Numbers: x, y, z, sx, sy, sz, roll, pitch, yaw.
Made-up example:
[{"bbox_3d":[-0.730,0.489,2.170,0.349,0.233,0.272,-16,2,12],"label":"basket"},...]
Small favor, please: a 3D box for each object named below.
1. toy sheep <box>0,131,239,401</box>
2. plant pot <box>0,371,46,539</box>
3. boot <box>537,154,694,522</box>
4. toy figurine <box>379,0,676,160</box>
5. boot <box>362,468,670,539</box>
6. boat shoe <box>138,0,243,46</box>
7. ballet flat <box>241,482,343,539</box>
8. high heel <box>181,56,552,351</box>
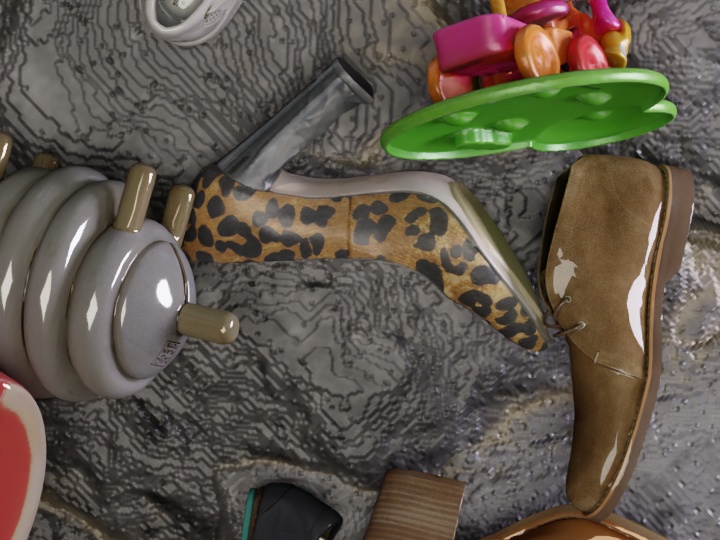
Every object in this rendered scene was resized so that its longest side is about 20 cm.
[{"bbox_3d":[-0.154,0.005,1.104,0.199,0.138,0.139,13,101,27],"label":"toy sheep"},{"bbox_3d":[-0.271,0.097,1.056,0.176,0.200,0.202,17,101,21],"label":"plant pot"},{"bbox_3d":[0.125,0.034,1.127,0.075,0.074,0.201,13,78,-14],"label":"boot"},{"bbox_3d":[0.083,-0.164,1.084,0.149,0.199,0.185,-16,80,35],"label":"toy figurine"},{"bbox_3d":[0.087,0.204,1.147,0.199,0.077,0.156,12,76,1],"label":"boot"},{"bbox_3d":[-0.056,-0.208,1.098,0.070,0.069,0.201,26,98,-4],"label":"boat shoe"},{"bbox_3d":[-0.048,0.221,1.160,0.073,0.073,0.201,12,84,-4],"label":"ballet flat"},{"bbox_3d":[0.000,0.000,1.144,0.142,0.071,0.200,-40,97,13],"label":"high heel"}]
